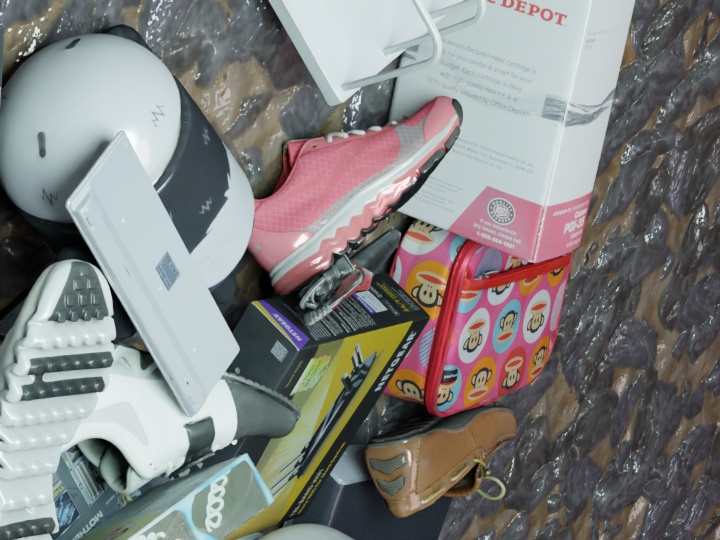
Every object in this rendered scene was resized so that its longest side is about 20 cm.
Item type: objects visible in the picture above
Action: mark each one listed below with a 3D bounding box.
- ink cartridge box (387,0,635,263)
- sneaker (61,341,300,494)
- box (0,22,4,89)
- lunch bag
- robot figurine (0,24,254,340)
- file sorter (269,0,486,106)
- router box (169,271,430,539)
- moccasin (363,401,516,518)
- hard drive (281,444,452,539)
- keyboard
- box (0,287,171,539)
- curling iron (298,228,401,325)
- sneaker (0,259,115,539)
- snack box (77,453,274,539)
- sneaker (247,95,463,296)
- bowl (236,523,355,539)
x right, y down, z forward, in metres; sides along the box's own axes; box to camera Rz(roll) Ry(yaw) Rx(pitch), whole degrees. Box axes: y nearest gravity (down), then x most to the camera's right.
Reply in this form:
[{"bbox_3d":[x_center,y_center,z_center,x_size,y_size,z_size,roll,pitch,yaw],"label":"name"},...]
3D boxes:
[{"bbox_3d":[0.105,-0.126,1.649,0.083,0.146,0.202,-16,123,-55],"label":"ink cartridge box"},{"bbox_3d":[-0.124,0.095,1.392,0.199,0.074,0.089,16,83,-40],"label":"sneaker"},{"bbox_3d":[-0.279,-0.045,1.216,0.199,0.043,0.162,-24,129,-48],"label":"box"},{"bbox_3d":[0.093,0.013,1.788,0.199,0.081,0.178,-15,120,-57],"label":"lunch bag"},{"bbox_3d":[-0.140,-0.052,1.349,0.124,0.150,0.200,-37,142,-2],"label":"robot figurine"},{"bbox_3d":[0.043,-0.226,1.467,0.200,0.124,0.139,-42,109,-34],"label":"file sorter"},{"bbox_3d":[-0.056,0.100,1.578,0.157,0.052,0.201,-13,141,-53],"label":"router box"},{"bbox_3d":[0.071,0.149,1.781,0.201,0.073,0.078,-20,98,-67],"label":"moccasin"},{"bbox_3d":[0.005,0.208,1.810,0.199,0.042,0.136,10,101,-58],"label":"hard drive"},{"bbox_3d":[-0.116,0.006,1.297,0.057,0.011,0.201,-61,147,-29],"label":"keyboard"},{"bbox_3d":[-0.221,0.133,1.380,0.200,0.051,0.158,-46,128,-30],"label":"box"},{"bbox_3d":[0.000,0.000,1.539,0.050,0.026,0.200,-42,177,19],"label":"curling iron"},{"bbox_3d":[-0.199,0.083,1.275,0.075,0.081,0.202,6,107,-51],"label":"sneaker"},{"bbox_3d":[-0.155,0.181,1.337,0.200,0.116,0.037,-34,96,-37],"label":"snack box"},{"bbox_3d":[-0.008,-0.071,1.570,0.200,0.087,0.074,-43,177,-26],"label":"sneaker"},{"bbox_3d":[-0.073,0.255,1.653,0.201,0.090,0.202,-42,155,-25],"label":"bowl"}]
